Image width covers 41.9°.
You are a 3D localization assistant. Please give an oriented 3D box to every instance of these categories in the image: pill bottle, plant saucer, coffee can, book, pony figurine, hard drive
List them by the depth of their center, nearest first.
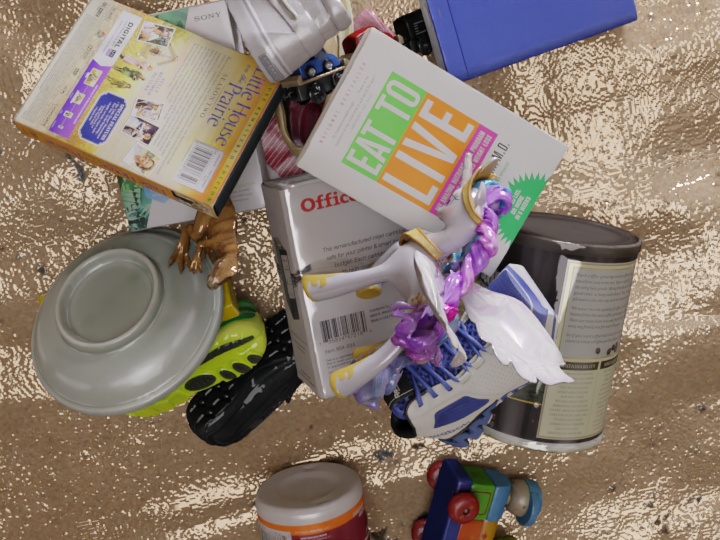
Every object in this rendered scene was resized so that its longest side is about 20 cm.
[{"bbox_3d":[0.057,0.024,0.751,0.200,0.194,0.166,-37,142,26],"label":"pony figurine"},{"bbox_3d":[0.061,-0.100,0.818,0.199,0.048,0.134,28,97,-12],"label":"book"},{"bbox_3d":[0.152,-0.267,0.877,0.199,0.025,0.133,-21,104,-10],"label":"hard drive"},{"bbox_3d":[-0.229,0.036,0.889,0.199,0.201,0.050,-19,147,4],"label":"plant saucer"},{"bbox_3d":[0.183,0.055,0.918,0.145,0.146,0.201,6,104,-3],"label":"coffee can"},{"bbox_3d":[-0.042,0.317,0.995,0.113,0.114,0.201,-7,104,1],"label":"pill bottle"}]

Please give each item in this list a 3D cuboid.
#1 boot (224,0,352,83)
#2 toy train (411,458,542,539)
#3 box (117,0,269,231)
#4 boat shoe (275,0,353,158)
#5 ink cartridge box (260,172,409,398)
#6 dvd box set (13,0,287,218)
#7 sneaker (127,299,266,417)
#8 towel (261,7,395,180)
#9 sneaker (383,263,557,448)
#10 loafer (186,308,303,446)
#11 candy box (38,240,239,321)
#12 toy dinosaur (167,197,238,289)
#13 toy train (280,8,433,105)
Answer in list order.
[{"bbox_3d":[-0.073,-0.253,0.830,0.095,0.201,0.074,-31,146,6],"label":"boot"},{"bbox_3d":[0.118,0.308,1.019,0.115,0.085,0.201,9,104,-17],"label":"toy train"},{"bbox_3d":[-0.174,-0.148,0.909,0.143,0.036,0.201,-10,100,6],"label":"box"},{"bbox_3d":[-0.046,-0.202,0.876,0.074,0.066,0.201,-3,92,11],"label":"boat shoe"},{"bbox_3d":[0.000,0.000,0.892,0.145,0.084,0.201,-14,104,-17],"label":"ink cartridge box"},{"bbox_3d":[-0.183,-0.149,0.833,0.199,0.029,0.147,23,73,9],"label":"dvd box set"},{"bbox_3d":[-0.186,0.087,0.954,0.199,0.084,0.074,-19,124,8],"label":"sneaker"},{"bbox_3d":[-0.014,-0.136,0.931,0.200,0.023,0.144,-44,100,9],"label":"towel"},{"bbox_3d":[0.082,0.091,0.833,0.115,0.081,0.200,0,132,-36],"label":"sneaker"},{"bbox_3d":[-0.091,0.104,0.973,0.200,0.068,0.070,-42,140,0],"label":"loafer"},{"bbox_3d":[-0.223,0.035,0.934,0.199,0.103,0.026,-22,143,4],"label":"candy box"},{"bbox_3d":[-0.134,-0.053,0.869,0.060,0.201,0.106,9,137,-33],"label":"toy dinosaur"},{"bbox_3d":[0.008,-0.199,0.856,0.200,0.034,0.046,-30,113,-31],"label":"toy train"}]
